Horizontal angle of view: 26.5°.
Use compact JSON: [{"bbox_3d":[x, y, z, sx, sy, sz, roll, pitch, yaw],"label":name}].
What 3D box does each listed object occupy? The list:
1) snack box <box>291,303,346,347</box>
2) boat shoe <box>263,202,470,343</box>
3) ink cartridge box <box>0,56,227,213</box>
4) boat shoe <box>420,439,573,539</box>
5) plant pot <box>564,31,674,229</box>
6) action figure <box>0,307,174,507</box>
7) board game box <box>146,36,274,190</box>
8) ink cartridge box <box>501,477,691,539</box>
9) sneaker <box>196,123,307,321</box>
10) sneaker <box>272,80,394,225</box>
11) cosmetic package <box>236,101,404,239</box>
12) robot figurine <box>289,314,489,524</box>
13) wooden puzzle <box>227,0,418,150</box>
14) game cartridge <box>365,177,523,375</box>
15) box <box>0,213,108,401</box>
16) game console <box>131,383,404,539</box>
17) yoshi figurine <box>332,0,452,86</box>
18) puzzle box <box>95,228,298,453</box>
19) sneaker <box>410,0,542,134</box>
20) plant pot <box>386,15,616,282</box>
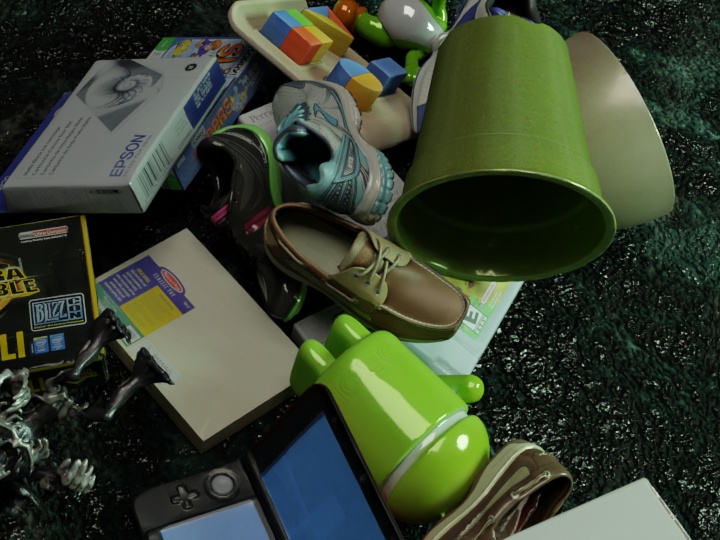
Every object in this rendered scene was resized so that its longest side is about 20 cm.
[{"bbox_3d":[0.036,0.042,1.450,0.199,0.024,0.072,-25,61,-26],"label":"snack box"},{"bbox_3d":[0.000,0.000,1.346,0.199,0.074,0.076,24,73,10],"label":"boat shoe"},{"bbox_3d":[-0.253,-0.130,1.452,0.199,0.041,0.200,0,42,26],"label":"ink cartridge box"},{"bbox_3d":[0.100,0.231,1.243,0.075,0.075,0.203,23,75,50],"label":"boat shoe"},{"bbox_3d":[0.202,-0.117,1.513,0.134,0.201,0.201,-26,60,-5],"label":"plant pot"},{"bbox_3d":[-0.258,0.123,1.251,0.200,0.102,0.119,-41,105,-7],"label":"action figure"},{"bbox_3d":[-0.185,-0.160,1.519,0.135,0.035,0.200,4,46,30],"label":"board game box"},{"bbox_3d":[0.176,0.287,1.179,0.147,0.200,0.145,-19,59,-24],"label":"ink cartridge box"},{"bbox_3d":[-0.106,-0.041,1.433,0.083,0.077,0.201,-8,68,-35],"label":"sneaker"},{"bbox_3d":[-0.043,-0.122,1.383,0.086,0.078,0.200,13,26,-36],"label":"sneaker"},{"bbox_3d":[-0.031,-0.083,1.503,0.101,0.074,0.200,-27,64,-28],"label":"cosmetic package"},{"bbox_3d":[0.028,0.134,1.317,0.200,0.116,0.175,43,55,16],"label":"robot figurine"},{"bbox_3d":[-0.021,-0.210,1.543,0.200,0.046,0.185,45,23,8],"label":"wooden puzzle"},{"bbox_3d":[0.083,0.001,1.431,0.133,0.040,0.200,36,67,-9],"label":"game cartridge"},{"bbox_3d":[-0.331,0.040,1.352,0.199,0.049,0.160,-9,57,-7],"label":"box"},{"bbox_3d":[-0.076,0.218,1.236,0.172,0.119,0.200,-15,57,-21],"label":"game console"},{"bbox_3d":[0.070,-0.252,1.626,0.199,0.113,0.112,32,50,4],"label":"yoshi figurine"},{"bbox_3d":[-0.153,0.060,1.400,0.133,0.025,0.200,-31,64,-28],"label":"puzzle box"},{"bbox_3d":[0.120,-0.216,1.520,0.080,0.115,0.200,22,88,-14],"label":"sneaker"},{"bbox_3d":[0.128,-0.118,1.370,0.199,0.200,0.191,7,63,-5],"label":"plant pot"}]
